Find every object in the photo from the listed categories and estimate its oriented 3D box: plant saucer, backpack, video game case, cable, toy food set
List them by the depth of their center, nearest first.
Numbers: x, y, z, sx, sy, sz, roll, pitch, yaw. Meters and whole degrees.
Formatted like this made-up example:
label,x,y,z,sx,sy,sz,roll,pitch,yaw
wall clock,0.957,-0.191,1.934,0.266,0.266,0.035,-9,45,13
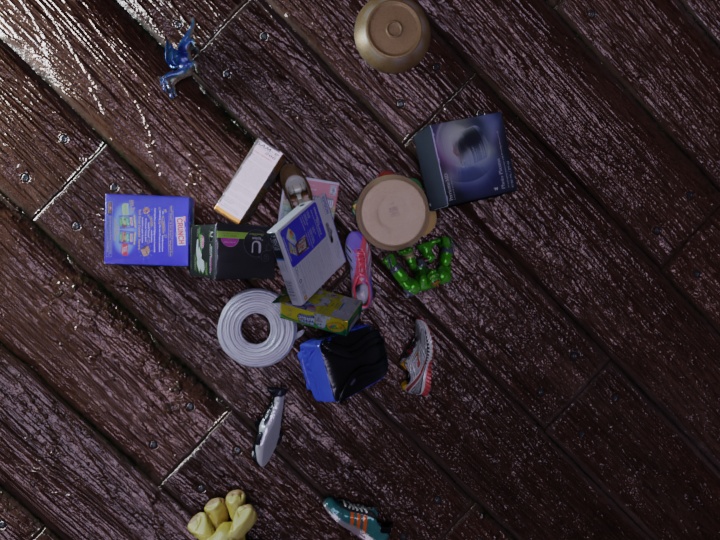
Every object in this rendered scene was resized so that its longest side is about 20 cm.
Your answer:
label,x,y,z,sx,sy,sz,roll,pitch,yaw
backpack,-0.043,0.215,1.474,0.199,0.167,0.164,-18,99,-36
cable,-0.259,0.147,1.495,0.200,0.069,0.200,41,89,-6
plant saucer,0.084,-0.606,1.511,0.198,0.035,0.202,0,92,-5
video game case,-0.138,-0.135,1.520,0.142,0.017,0.202,9,92,-6
toy food set,0.084,-0.151,1.524,0.199,0.049,0.199,-34,95,-2

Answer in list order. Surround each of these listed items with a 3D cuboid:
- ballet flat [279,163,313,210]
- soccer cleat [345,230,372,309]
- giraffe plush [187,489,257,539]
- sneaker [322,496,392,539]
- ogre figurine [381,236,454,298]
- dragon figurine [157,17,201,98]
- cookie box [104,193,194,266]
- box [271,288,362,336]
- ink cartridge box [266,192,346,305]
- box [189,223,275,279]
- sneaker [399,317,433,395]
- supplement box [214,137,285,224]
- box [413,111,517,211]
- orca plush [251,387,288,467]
label,x,y,z,sx,sy,sz,roll,pitch,yaw
ballet flat,-0.148,-0.171,1.472,0.067,0.072,0.202,-16,94,-5
soccer cleat,0.000,0.000,1.508,0.066,0.076,0.202,-5,94,-6
giraffe plush,-0.315,0.681,1.483,0.171,0.200,0.163,-23,123,-7
sneaker,-0.005,0.634,1.543,0.200,0.071,0.080,38,84,-11
ogre figurine,0.162,-0.008,1.514,0.199,0.098,0.121,-20,92,-43
dragon figurine,-0.445,-0.526,1.455,0.099,0.059,0.202,-2,94,-5
cookie box,-0.513,-0.096,1.459,0.198,0.075,0.173,2,92,-5
box,-0.107,0.091,1.449,0.199,0.117,0.049,16,117,14
ink cartridge box,-0.123,-0.054,1.419,0.043,0.200,0.199,4,123,34
box,-0.303,-0.045,1.398,0.148,0.200,0.125,0,93,-31
sneaker,0.144,0.222,1.531,0.081,0.078,0.202,3,92,-4
supplement box,-0.266,-0.211,1.451,0.073,0.126,0.201,32,90,-5
box,0.260,-0.268,1.482,0.197,0.123,0.202,-14,93,-14
orca plush,-0.247,0.387,1.507,0.071,0.105,0.202,14,104,28
